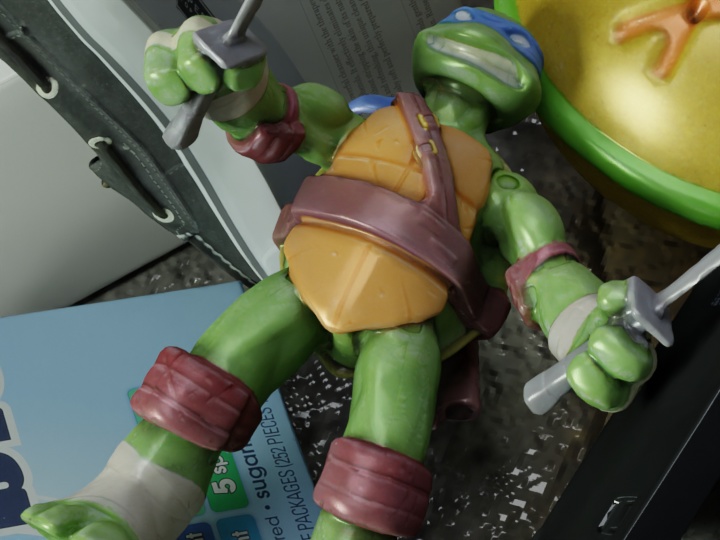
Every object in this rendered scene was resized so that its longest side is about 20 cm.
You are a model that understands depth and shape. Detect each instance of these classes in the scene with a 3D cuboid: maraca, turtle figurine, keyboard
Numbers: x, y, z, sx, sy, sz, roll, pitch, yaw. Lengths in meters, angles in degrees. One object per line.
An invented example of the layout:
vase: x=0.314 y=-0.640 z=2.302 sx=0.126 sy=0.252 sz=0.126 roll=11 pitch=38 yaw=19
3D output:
maraca: x=0.102 y=-0.085 z=0.768 sx=0.136 sy=0.107 sz=0.201 roll=-14 pitch=51 yaw=-23
turtle figurine: x=0.000 y=0.000 z=0.649 sx=0.200 sy=0.143 sz=0.195 roll=2 pitch=62 yaw=63
keyboard: x=0.115 y=-0.002 z=0.624 sx=0.021 sy=0.127 sz=0.201 roll=35 pitch=81 yaw=-8

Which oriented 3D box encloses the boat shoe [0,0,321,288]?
boat shoe: x=-0.060 y=-0.051 z=0.748 sx=0.056 sy=0.200 sz=0.069 roll=-16 pitch=45 yaw=21

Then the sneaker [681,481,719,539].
sneaker: x=0.142 y=0.087 z=0.617 sx=0.199 sy=0.115 sz=0.076 roll=26 pitch=98 yaw=32

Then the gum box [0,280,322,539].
gum box: x=-0.106 y=0.092 z=0.699 sx=0.198 sy=0.045 sz=0.171 roll=-8 pitch=52 yaw=-18

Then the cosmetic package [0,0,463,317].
cosmetic package: x=-0.070 y=-0.073 z=0.822 sx=0.199 sy=0.108 sz=0.085 roll=-27 pitch=50 yaw=-3
